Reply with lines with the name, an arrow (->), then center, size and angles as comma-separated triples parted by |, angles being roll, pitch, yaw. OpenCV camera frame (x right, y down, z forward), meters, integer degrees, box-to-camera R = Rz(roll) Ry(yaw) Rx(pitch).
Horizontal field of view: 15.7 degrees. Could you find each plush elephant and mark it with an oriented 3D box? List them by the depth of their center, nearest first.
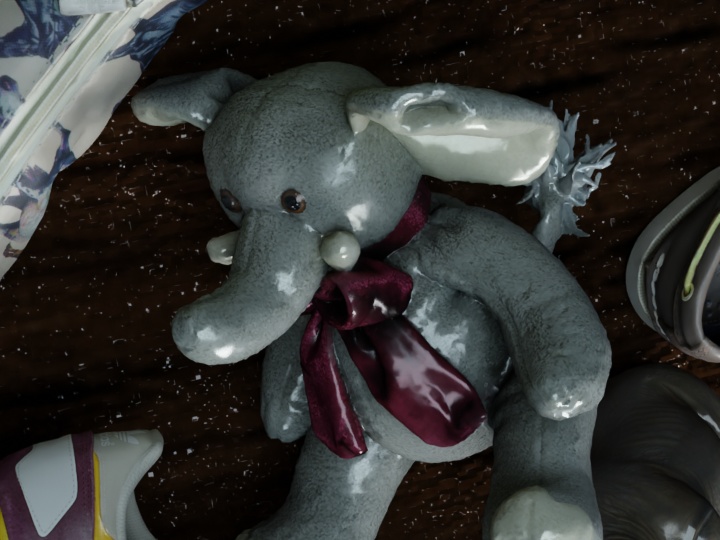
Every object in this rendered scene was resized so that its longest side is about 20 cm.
plush elephant -> 0.000, 0.000, 0.879 | 0.155, 0.165, 0.200 | 34, 67, -33

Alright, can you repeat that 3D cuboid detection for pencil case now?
pencil case -> -0.126, -0.045, 0.868 | 0.078, 0.089, 0.200 | 33, 96, -17

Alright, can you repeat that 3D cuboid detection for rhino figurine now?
rhino figurine -> 0.105, 0.097, 0.919 | 0.087, 0.200, 0.060 | 37, 117, -4

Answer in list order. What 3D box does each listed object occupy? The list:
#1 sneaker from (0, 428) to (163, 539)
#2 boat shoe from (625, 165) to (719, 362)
sneaker -> -0.077, 0.152, 0.898 | 0.090, 0.075, 0.200 | -18, 110, -3
boat shoe -> 0.183, -0.045, 0.960 | 0.200, 0.060, 0.072 | -44, 110, 1
